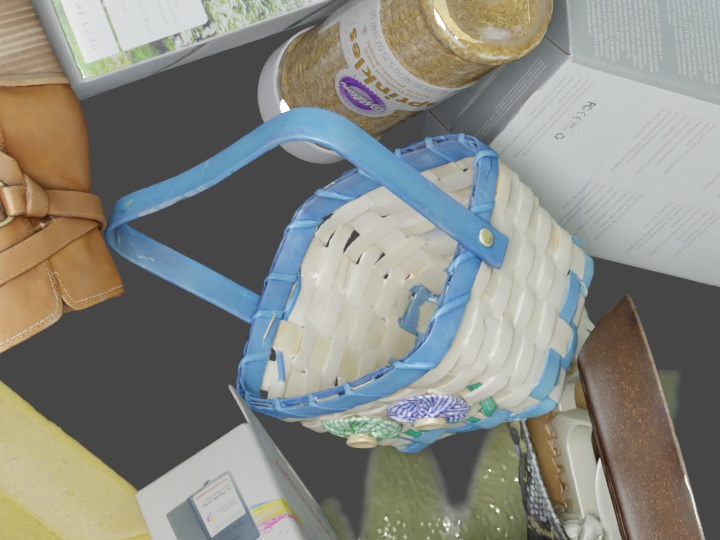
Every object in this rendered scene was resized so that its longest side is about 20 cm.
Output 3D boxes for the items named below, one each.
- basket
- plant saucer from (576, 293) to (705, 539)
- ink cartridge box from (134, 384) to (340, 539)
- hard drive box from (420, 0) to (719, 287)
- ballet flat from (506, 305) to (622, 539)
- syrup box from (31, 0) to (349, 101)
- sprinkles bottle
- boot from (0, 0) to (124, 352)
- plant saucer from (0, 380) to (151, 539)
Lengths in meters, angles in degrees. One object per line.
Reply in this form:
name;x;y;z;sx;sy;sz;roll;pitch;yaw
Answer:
basket;0.000;0.000;1.155;0.200;0.176;0.139;34;58;-24
plant saucer;0.135;0.111;1.133;0.034;0.200;0.201;-14;84;4
ink cartridge box;-0.037;0.152;1.108;0.067;0.200;0.117;-33;122;2
hard drive box;0.152;-0.073;1.247;0.199;0.156;0.077;14;56;-23
ballet flat;0.107;0.069;1.250;0.072;0.072;0.201;-10;83;-27
syrup box;-0.077;-0.149;1.202;0.200;0.081;0.079;-22;91;-28
sprinkles bottle;0.017;-0.106;1.171;0.068;0.200;0.069;6;76;-24
boot;-0.200;-0.030;1.060;0.200;0.077;0.156;-23;96;-43
plant saucer;-0.195;0.145;1.071;0.200;0.048;0.200;43;52;-29
